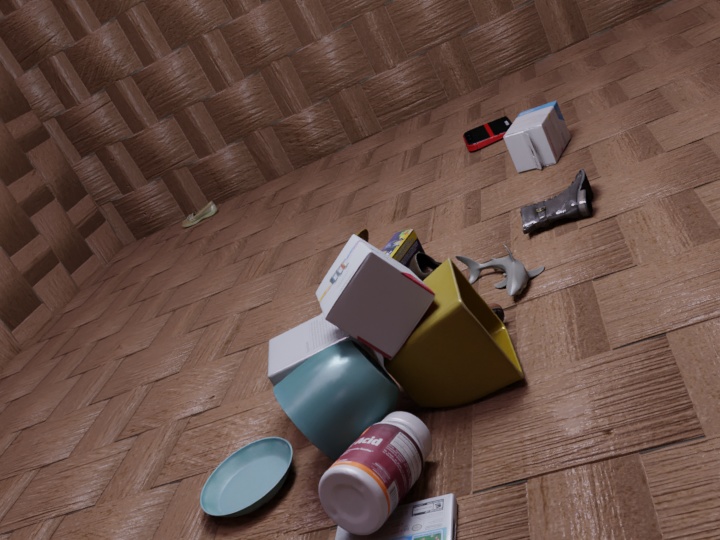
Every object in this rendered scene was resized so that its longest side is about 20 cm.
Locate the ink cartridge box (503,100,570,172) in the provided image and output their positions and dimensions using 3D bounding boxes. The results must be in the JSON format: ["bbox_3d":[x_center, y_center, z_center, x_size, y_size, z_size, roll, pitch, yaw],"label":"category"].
[{"bbox_3d":[0.518,-0.388,2.153,0.125,0.129,0.200,-11,27,38],"label":"ink cartridge box"}]

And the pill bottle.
[{"bbox_3d":[0.031,0.311,1.152,0.114,0.114,0.200,-14,11,33],"label":"pill bottle"}]

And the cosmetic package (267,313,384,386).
[{"bbox_3d":[-0.064,0.198,1.491,0.200,0.167,0.166,-26,21,4],"label":"cosmetic package"}]

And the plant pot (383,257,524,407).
[{"bbox_3d":[0.150,0.136,1.352,0.200,0.196,0.194,-35,19,15],"label":"plant pot"}]

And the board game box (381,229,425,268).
[{"bbox_3d":[0.095,0.027,1.686,0.057,0.165,0.200,-11,27,38],"label":"board game box"}]

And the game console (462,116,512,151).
[{"bbox_3d":[0.456,-0.486,2.599,0.177,0.031,0.200,-20,23,10],"label":"game console"}]

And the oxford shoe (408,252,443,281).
[{"bbox_3d":[0.179,0.032,1.588,0.073,0.084,0.200,-33,58,-32],"label":"oxford shoe"}]

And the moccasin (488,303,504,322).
[{"bbox_3d":[0.195,0.118,1.487,0.201,0.074,0.078,-29,25,7],"label":"moccasin"}]

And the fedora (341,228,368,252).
[{"bbox_3d":[0.000,0.000,1.715,0.082,0.201,0.201,25,43,13],"label":"fedora"}]

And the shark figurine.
[{"bbox_3d":[0.315,-0.018,1.629,0.128,0.090,0.214,-33,23,-14],"label":"shark figurine"}]

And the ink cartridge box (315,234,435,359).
[{"bbox_3d":[0.020,0.042,1.335,0.145,0.145,0.200,-56,13,6],"label":"ink cartridge box"}]

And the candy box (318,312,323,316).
[{"bbox_3d":[-0.054,0.141,1.649,0.200,0.061,0.136,-40,28,19],"label":"candy box"}]

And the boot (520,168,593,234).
[{"bbox_3d":[0.476,-0.170,1.795,0.174,0.069,0.200,-16,26,28],"label":"boot"}]

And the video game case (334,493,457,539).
[{"bbox_3d":[0.043,0.418,1.061,0.200,0.024,0.182,-20,23,19],"label":"video game case"}]

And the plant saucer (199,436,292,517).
[{"bbox_3d":[-0.210,0.401,1.394,0.200,0.036,0.200,-24,21,10],"label":"plant saucer"}]

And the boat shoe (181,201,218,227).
[{"bbox_3d":[-0.806,-0.278,3.626,0.201,0.063,0.073,-23,22,14],"label":"boat shoe"}]

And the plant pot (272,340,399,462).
[{"bbox_3d":[-0.029,0.222,1.299,0.161,0.201,0.201,-45,22,0],"label":"plant pot"}]
